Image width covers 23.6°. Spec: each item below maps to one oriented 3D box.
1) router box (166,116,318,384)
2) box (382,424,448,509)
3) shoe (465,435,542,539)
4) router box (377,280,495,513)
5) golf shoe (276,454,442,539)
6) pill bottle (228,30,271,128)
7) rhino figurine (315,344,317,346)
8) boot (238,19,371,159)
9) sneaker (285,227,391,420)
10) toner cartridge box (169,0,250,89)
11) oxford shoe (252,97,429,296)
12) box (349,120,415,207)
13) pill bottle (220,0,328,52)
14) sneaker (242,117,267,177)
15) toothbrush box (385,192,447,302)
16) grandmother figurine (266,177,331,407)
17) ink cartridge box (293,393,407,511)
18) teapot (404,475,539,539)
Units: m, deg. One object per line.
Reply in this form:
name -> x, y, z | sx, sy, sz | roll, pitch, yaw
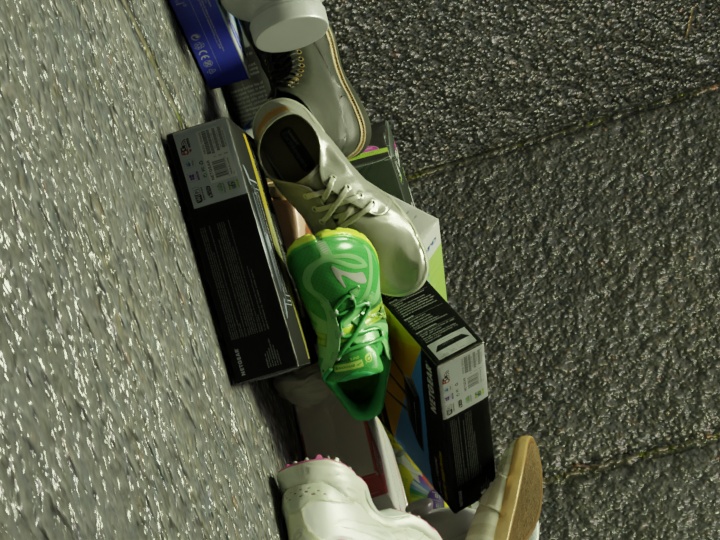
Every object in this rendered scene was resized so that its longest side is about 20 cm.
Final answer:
router box -> -0.091, -0.013, 1.374 | 0.157, 0.052, 0.200 | 28, 46, -85
box -> 0.045, 0.192, 1.778 | 0.048, 0.117, 0.200 | -46, 142, -44
shoe -> 0.113, 0.217, 1.467 | 0.200, 0.053, 0.070 | -68, 149, -45
router box -> 0.055, 0.095, 1.509 | 0.149, 0.051, 0.200 | 49, -22, 41
golf shoe -> 0.002, 0.228, 1.387 | 0.200, 0.075, 0.092 | 38, 39, -36
pill bottle -> -0.085, -0.206, 1.779 | 0.111, 0.110, 0.200 | -80, 151, -81
rhino figurine -> -0.031, 0.074, 1.642 | 0.087, 0.060, 0.200 | 49, -10, 37
boot -> -0.068, -0.191, 1.602 | 0.200, 0.077, 0.138 | 55, 18, 4
sneaker -> -0.007, 0.044, 1.400 | 0.084, 0.074, 0.200 | -110, -178, -46
toner cartridge box -> -0.154, -0.268, 1.591 | 0.200, 0.043, 0.095 | 68, 8, -55
oxford shoe -> -0.020, -0.056, 1.421 | 0.200, 0.075, 0.058 | 51, 8, -4
box -> -0.009, -0.036, 1.879 | 0.124, 0.148, 0.200 | -92, 166, -68
pill bottle -> -0.086, -0.302, 1.565 | 0.111, 0.111, 0.200 | 58, 16, -74
sneaker -> -0.097, -0.107, 1.648 | 0.077, 0.076, 0.200 | 51, 1, 10
toothbrush box -> 0.000, 0.000, 1.672 | 0.145, 0.086, 0.200 | 28, -24, 19
grandmother figurine -> -0.057, 0.022, 1.496 | 0.121, 0.060, 0.201 | -161, -117, -68
ink cartridge box -> -0.002, 0.197, 1.648 | 0.200, 0.067, 0.117 | 66, 9, -54
teapot -> 0.077, 0.275, 1.555 | 0.200, 0.197, 0.146 | -60, 133, -89
